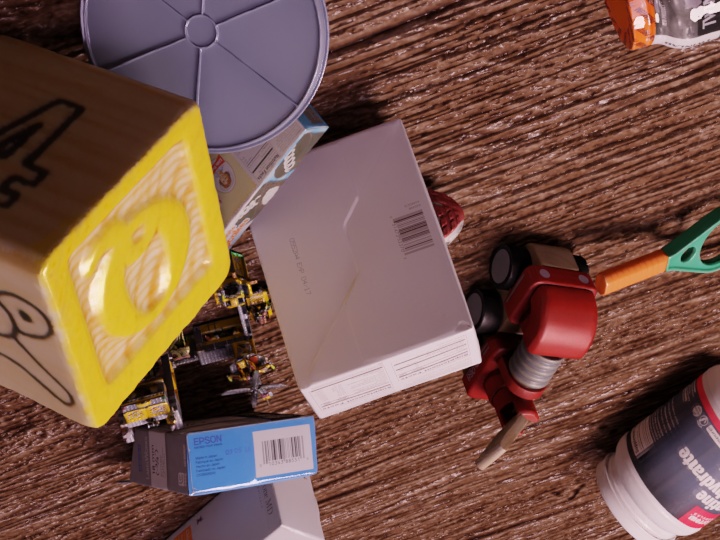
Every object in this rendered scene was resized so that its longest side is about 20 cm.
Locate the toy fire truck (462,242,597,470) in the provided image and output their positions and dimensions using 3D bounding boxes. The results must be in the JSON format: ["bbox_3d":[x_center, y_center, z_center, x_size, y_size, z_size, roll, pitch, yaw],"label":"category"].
[{"bbox_3d":[0.161,0.094,1.450,0.128,0.201,0.177,8,133,-26],"label":"toy fire truck"}]

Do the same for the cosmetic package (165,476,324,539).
[{"bbox_3d":[-0.138,0.310,1.653,0.071,0.102,0.200,28,121,-38],"label":"cosmetic package"}]

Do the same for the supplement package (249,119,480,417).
[{"bbox_3d":[0.000,0.000,1.271,0.154,0.202,0.111,-19,161,1],"label":"supplement package"}]

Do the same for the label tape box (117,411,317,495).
[{"bbox_3d":[-0.154,0.184,1.504,0.143,0.064,0.199,-5,179,-31],"label":"label tape box"}]

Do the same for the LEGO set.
[{"bbox_3d":[-0.171,0.080,1.386,0.198,0.116,0.155,-9,137,-9],"label":"LEGO set"}]

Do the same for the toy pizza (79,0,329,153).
[{"bbox_3d":[-0.120,-0.189,1.135,0.198,0.032,0.202,4,114,8],"label":"toy pizza"}]

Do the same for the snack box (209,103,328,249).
[{"bbox_3d":[-0.125,-0.092,1.223,0.200,0.116,0.037,-48,162,30],"label":"snack box"}]

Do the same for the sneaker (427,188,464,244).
[{"bbox_3d":[0.014,-0.010,1.398,0.199,0.078,0.082,-31,151,19],"label":"sneaker"}]

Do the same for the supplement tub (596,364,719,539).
[{"bbox_3d":[0.388,0.218,1.702,0.140,0.141,0.200,25,123,-37],"label":"supplement tub"}]

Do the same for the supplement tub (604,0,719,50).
[{"bbox_3d":[0.298,-0.256,1.185,0.198,0.123,0.123,-19,138,2],"label":"supplement tub"}]

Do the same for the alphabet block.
[{"bbox_3d":[-0.242,-0.033,1.128,0.199,0.197,0.196,21,145,22],"label":"alphabet block"}]

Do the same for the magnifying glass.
[{"bbox_3d":[0.324,-0.016,1.484,0.198,0.022,0.080,-18,137,-22],"label":"magnifying glass"}]
